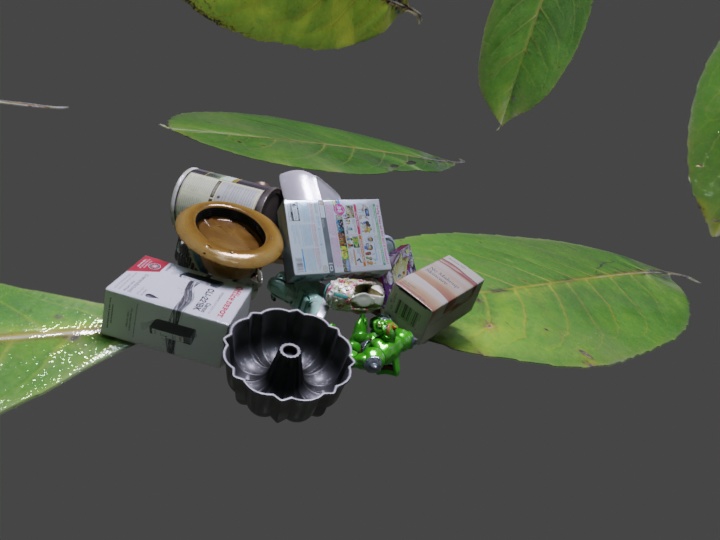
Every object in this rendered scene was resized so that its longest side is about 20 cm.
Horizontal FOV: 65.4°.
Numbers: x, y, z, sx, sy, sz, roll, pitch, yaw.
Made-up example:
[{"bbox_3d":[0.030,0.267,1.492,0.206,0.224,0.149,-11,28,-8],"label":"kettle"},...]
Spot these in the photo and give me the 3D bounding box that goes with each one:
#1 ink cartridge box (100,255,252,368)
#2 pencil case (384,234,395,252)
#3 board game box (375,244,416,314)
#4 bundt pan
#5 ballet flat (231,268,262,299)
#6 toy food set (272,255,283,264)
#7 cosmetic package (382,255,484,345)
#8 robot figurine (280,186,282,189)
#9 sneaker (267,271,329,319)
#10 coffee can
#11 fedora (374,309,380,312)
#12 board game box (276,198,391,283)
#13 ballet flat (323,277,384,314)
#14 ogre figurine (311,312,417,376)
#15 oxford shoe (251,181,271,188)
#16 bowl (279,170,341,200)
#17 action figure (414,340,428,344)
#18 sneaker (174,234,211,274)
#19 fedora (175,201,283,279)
[{"bbox_3d":[-0.291,0.064,0.915,0.197,0.085,0.145,17,23,-2],"label":"ink cartridge box"},{"bbox_3d":[0.003,-0.087,1.449,0.199,0.083,0.091,38,-4,38],"label":"pencil case"},{"bbox_3d":[0.081,0.022,1.230,0.032,0.122,0.200,-5,13,25],"label":"board game box"},{"bbox_3d":[-0.111,0.148,0.847,0.198,0.077,0.203,11,33,-7],"label":"bundt pan"},{"bbox_3d":[-0.221,0.022,1.086,0.062,0.068,0.201,23,22,-13],"label":"ballet flat"},{"bbox_3d":[-0.205,-0.074,1.322,0.195,0.049,0.201,13,24,-11],"label":"toy food set"},{"bbox_3d":[0.148,0.053,1.116,0.103,0.088,0.199,35,36,25],"label":"cosmetic package"},{"bbox_3d":[-0.153,-0.183,1.511,0.142,0.118,0.200,2,28,-32],"label":"robot figurine"},{"bbox_3d":[-0.122,0.062,1.048,0.116,0.075,0.201,18,14,-12],"label":"sneaker"},{"bbox_3d":[-0.279,-0.125,1.193,0.197,0.149,0.146,15,23,11],"label":"coffee can"},{"bbox_3d":[0.000,0.000,1.207,0.081,0.204,0.200,-13,9,29],"label":"fedora"},{"bbox_3d":[-0.050,-0.058,1.074,0.197,0.064,0.150,-3,74,-23],"label":"board game box"},{"bbox_3d":[0.005,0.052,1.045,0.063,0.077,0.199,13,7,29],"label":"ballet flat"},{"bbox_3d":[0.019,0.130,0.986,0.118,0.100,0.199,11,1,33],"label":"ogre figurine"},{"bbox_3d":[-0.294,-0.139,1.303,0.071,0.198,0.072,31,47,-52],"label":"oxford shoe"},{"bbox_3d":[-0.086,-0.119,1.239,0.200,0.074,0.202,33,37,-62],"label":"bowl"},{"bbox_3d":[0.128,0.105,1.159,0.117,0.055,0.200,26,32,16],"label":"action figure"},{"bbox_3d":[-0.310,-0.022,1.101,0.089,0.079,0.200,9,25,-26],"label":"sneaker"},{"bbox_3d":[-0.239,-0.045,1.012,0.197,0.083,0.202,14,34,-10],"label":"fedora"}]
